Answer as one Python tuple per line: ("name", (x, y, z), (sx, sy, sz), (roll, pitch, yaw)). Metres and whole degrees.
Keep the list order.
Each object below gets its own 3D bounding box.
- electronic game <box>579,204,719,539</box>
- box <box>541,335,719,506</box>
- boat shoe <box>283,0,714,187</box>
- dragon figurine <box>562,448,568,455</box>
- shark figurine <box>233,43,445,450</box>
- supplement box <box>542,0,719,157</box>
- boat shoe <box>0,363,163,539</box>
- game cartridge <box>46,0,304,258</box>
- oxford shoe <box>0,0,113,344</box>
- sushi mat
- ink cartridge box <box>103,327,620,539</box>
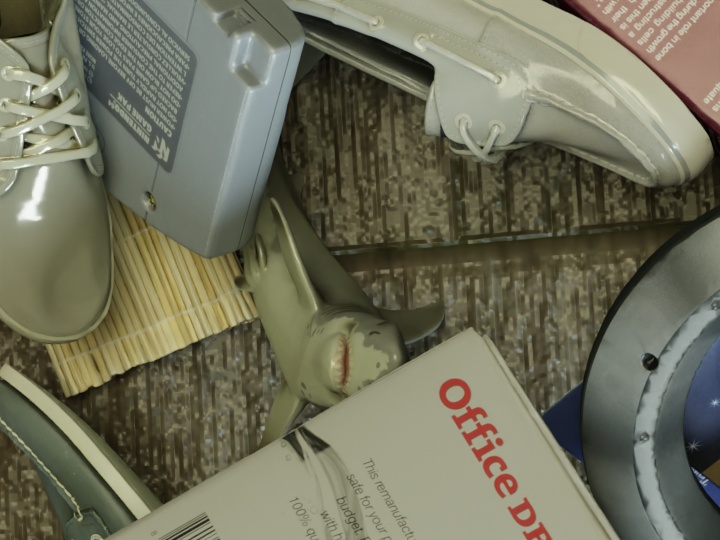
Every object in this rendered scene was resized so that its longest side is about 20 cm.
("electronic game", (0.182, 0.054, 1.052), (0.200, 0.042, 0.200), (0, 116, -1))
("box", (0.179, 0.030, 1.096), (0.200, 0.121, 0.032), (-42, 41, 14))
("boat shoe", (0.049, -0.081, 1.143), (0.200, 0.072, 0.069), (34, 76, 14))
("dragon figurine", (0.078, 0.166, 1.136), (0.099, 0.059, 0.200), (26, 87, 14))
("shark figurine", (-0.008, -0.005, 1.186), (0.089, 0.128, 0.215), (-2, 50, -20))
("supplement box", (0.165, -0.108, 1.150), (0.200, 0.086, 0.110), (43, 92, 15))
("boat shoe", (-0.102, 0.126, 1.173), (0.062, 0.073, 0.200), (-41, 81, -2))
("game cartridge", (-0.103, -0.104, 1.165), (0.042, 0.133, 0.200), (-26, 58, -32))
("oxford shoe", (-0.140, -0.065, 1.143), (0.075, 0.058, 0.200), (-16, 102, -31))
("sushi mat", (-0.124, -0.050, 1.235), (0.096, 0.012, 0.200), (-25, 77, 7))
("ink cartridge box", (0.001, 0.139, 1.061), (0.200, 0.084, 0.145), (-30, 62, -3))
